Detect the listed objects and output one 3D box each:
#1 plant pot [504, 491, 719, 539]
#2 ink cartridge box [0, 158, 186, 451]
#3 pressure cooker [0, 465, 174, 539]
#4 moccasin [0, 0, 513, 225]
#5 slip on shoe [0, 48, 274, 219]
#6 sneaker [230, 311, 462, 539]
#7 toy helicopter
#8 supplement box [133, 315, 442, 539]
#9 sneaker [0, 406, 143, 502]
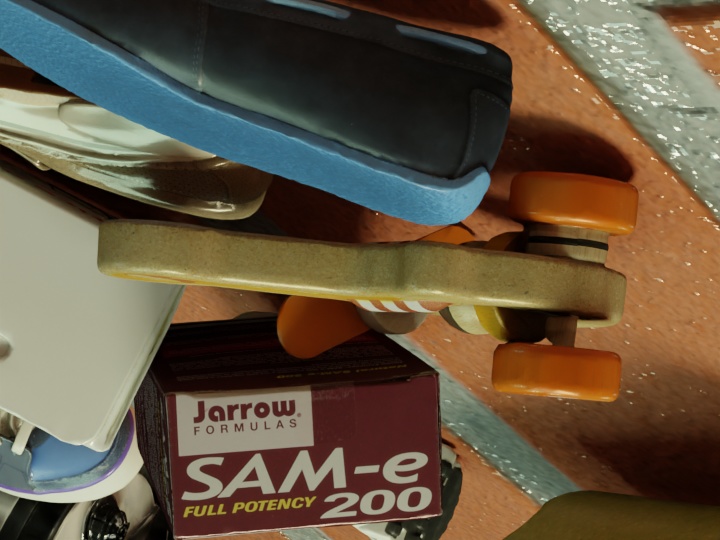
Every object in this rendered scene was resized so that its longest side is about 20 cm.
[{"bbox_3d":[0.152,0.185,1.044,0.200,0.201,0.184,37,166,-33],"label":"plant pot"},{"bbox_3d":[-0.157,-0.002,0.962,0.145,0.084,0.200,27,180,-11],"label":"ink cartridge box"},{"bbox_3d":[-0.216,0.172,1.388,0.199,0.177,0.179,18,165,21],"label":"pressure cooker"},{"bbox_3d":[-0.043,-0.078,0.776,0.199,0.068,0.080,23,167,3],"label":"moccasin"},{"bbox_3d":[-0.124,-0.067,0.867,0.199,0.076,0.061,11,135,13],"label":"slip on shoe"},{"bbox_3d":[-0.026,0.080,1.139,0.081,0.075,0.200,18,160,38],"label":"sneaker"},{"bbox_3d":[0.000,0.000,0.849,0.199,0.079,0.132,6,177,-13],"label":"toy helicopter"},{"bbox_3d":[-0.036,0.060,0.957,0.108,0.061,0.200,-4,-174,-9],"label":"supplement box"},{"bbox_3d":[-0.228,0.058,1.270,0.199,0.081,0.147,19,164,26],"label":"sneaker"}]
